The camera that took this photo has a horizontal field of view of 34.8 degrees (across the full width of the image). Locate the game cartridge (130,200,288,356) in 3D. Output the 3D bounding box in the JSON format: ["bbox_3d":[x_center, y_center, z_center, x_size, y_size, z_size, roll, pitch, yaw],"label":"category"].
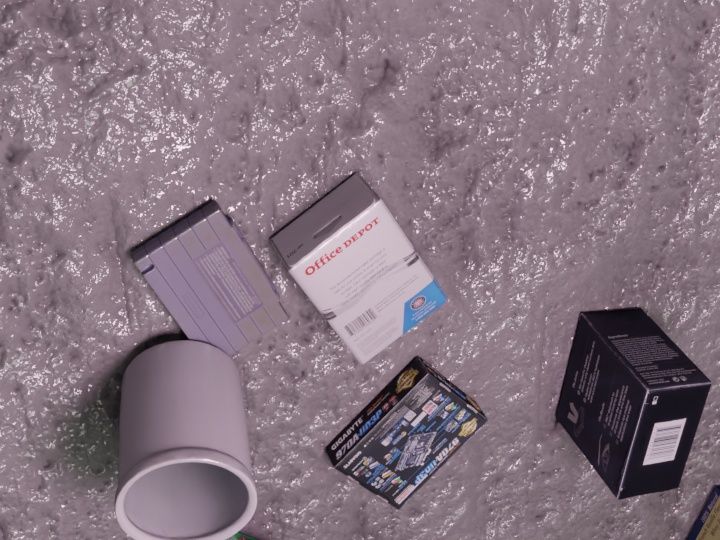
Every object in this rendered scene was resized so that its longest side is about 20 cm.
[{"bbox_3d":[-0.184,0.019,1.441,0.129,0.038,0.201,-34,128,-7],"label":"game cartridge"}]

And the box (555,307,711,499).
[{"bbox_3d":[0.401,0.194,1.712,0.116,0.201,0.199,-5,123,-20],"label":"box"}]

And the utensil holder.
[{"bbox_3d":[-0.218,0.213,1.422,0.167,0.201,0.172,-5,131,-6],"label":"utensil holder"}]

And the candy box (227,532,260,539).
[{"bbox_3d":[-0.233,0.458,1.668,0.199,0.077,0.170,29,105,-37],"label":"candy box"}]

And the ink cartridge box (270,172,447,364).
[{"bbox_3d":[0.000,0.000,1.478,0.146,0.086,0.201,-36,127,0],"label":"ink cartridge box"}]

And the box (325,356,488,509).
[{"bbox_3d":[0.069,0.242,1.689,0.200,0.046,0.159,-46,127,8],"label":"box"}]

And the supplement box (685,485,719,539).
[{"bbox_3d":[0.700,0.528,2.061,0.132,0.200,0.202,5,118,-27],"label":"supplement box"}]
